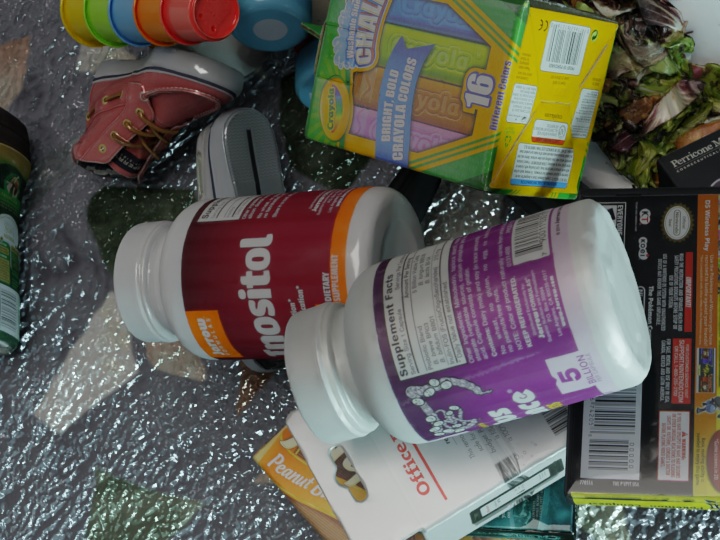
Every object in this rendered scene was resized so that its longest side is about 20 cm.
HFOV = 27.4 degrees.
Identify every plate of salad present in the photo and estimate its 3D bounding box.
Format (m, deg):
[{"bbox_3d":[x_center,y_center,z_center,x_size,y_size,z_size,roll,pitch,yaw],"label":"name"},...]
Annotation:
[{"bbox_3d":[0.193,-0.127,1.019,0.198,0.201,0.048,2,31,19],"label":"plate of salad"}]

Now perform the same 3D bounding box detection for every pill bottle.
[{"bbox_3d":[0.060,0.038,0.867,0.199,0.112,0.113,-17,68,20],"label":"pill bottle"},{"bbox_3d":[-0.063,0.005,1.011,0.199,0.113,0.114,-3,71,25],"label":"pill bottle"}]

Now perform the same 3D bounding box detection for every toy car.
[{"bbox_3d":[-0.102,-0.212,1.150,0.199,0.177,0.186,-17,57,25],"label":"toy car"}]

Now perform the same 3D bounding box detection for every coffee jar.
[{"bbox_3d":[-0.325,-0.032,1.199,0.103,0.085,0.202,-6,70,16],"label":"coffee jar"}]

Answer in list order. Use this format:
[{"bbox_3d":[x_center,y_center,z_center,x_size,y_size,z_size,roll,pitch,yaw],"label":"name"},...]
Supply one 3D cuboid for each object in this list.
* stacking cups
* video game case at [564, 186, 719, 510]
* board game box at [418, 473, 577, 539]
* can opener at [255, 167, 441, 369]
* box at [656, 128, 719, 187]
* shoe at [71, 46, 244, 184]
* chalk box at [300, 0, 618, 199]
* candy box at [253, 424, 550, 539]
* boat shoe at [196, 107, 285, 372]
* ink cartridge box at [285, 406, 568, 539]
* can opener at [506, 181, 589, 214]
[{"bbox_3d":[-0.151,-0.194,1.080,0.199,0.060,0.061,11,74,53],"label":"stacking cups"},{"bbox_3d":[0.217,0.044,0.886,0.179,0.026,0.202,0,68,16],"label":"video game case"},{"bbox_3d":[0.084,0.080,1.008,0.134,0.028,0.202,1,68,13],"label":"board game box"},{"bbox_3d":[0.000,0.000,1.091,0.200,0.079,0.063,-53,24,-11],"label":"can opener"},{"bbox_3d":[0.316,-0.047,0.970,0.199,0.079,0.142,-26,53,-2],"label":"box"},{"bbox_3d":[-0.161,-0.116,1.148,0.200,0.071,0.092,6,76,56],"label":"shoe"},{"bbox_3d":[0.048,-0.131,0.992,0.199,0.124,0.125,19,103,36],"label":"chalk box"},{"bbox_3d":[0.032,0.165,1.032,0.115,0.055,0.200,-43,65,-3],"label":"candy box"},{"bbox_3d":[-0.086,-0.021,1.132,0.067,0.073,0.202,-14,79,57],"label":"boat shoe"},{"bbox_3d":[0.066,0.098,0.950,0.199,0.068,0.116,-30,66,-3],"label":"ink cartridge box"},{"bbox_3d":[0.092,-0.077,1.074,0.066,0.053,0.200,-43,53,-11],"label":"can opener"}]
